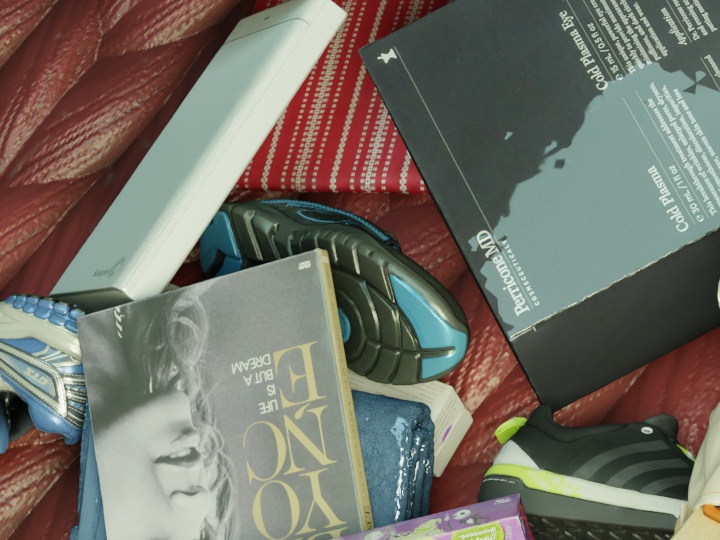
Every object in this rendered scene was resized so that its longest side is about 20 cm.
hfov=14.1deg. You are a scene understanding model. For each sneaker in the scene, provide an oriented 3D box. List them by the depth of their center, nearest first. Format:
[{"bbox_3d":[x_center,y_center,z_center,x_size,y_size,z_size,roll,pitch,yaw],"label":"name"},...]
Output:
[{"bbox_3d":[0.150,0.105,1.444,0.199,0.072,0.083,11,59,27],"label":"sneaker"},{"bbox_3d":[0.000,0.000,1.551,0.082,0.073,0.200,-12,28,-36],"label":"sneaker"},{"bbox_3d":[-0.219,0.055,1.619,0.200,0.077,0.085,4,76,42],"label":"sneaker"}]

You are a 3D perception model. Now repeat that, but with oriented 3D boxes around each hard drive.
[{"bbox_3d":[-0.092,-0.062,1.622,0.200,0.027,0.132,-57,17,-15],"label":"hard drive"}]

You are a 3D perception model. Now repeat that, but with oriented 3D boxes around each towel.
[{"bbox_3d":[-0.055,0.112,1.518,0.199,0.049,0.112,5,85,28],"label":"towel"},{"bbox_3d":[0.017,-0.105,1.673,0.199,0.022,0.145,2,60,25],"label":"towel"}]

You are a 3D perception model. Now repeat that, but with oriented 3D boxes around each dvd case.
[{"bbox_3d":[-0.068,0.103,1.489,0.148,0.016,0.201,-16,76,24],"label":"dvd case"}]

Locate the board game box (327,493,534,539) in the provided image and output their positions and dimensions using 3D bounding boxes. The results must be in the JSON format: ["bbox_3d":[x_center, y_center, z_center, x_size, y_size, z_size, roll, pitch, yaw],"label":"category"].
[{"bbox_3d":[-0.001,0.188,1.422,0.199,0.120,0.032,-14,24,12],"label":"board game box"}]

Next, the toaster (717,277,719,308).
[{"bbox_3d":[0.283,0.025,1.375,0.199,0.181,0.119,4,58,25],"label":"toaster"}]

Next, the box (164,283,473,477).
[{"bbox_3d":[-0.035,0.057,1.571,0.200,0.039,0.042,18,67,31],"label":"box"}]

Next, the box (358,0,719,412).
[{"bbox_3d":[0.126,-0.062,1.531,0.182,0.104,0.200,-27,60,1],"label":"box"}]

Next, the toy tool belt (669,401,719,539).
[{"bbox_3d":[0.235,0.125,1.300,0.199,0.125,0.123,11,38,16],"label":"toy tool belt"}]
